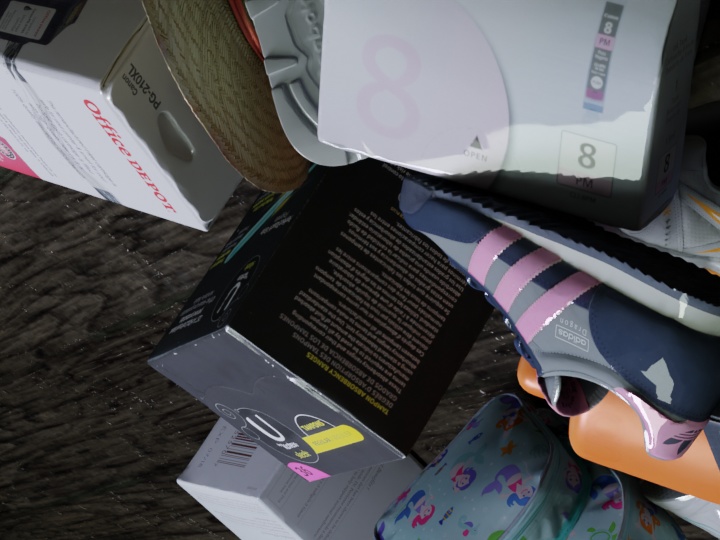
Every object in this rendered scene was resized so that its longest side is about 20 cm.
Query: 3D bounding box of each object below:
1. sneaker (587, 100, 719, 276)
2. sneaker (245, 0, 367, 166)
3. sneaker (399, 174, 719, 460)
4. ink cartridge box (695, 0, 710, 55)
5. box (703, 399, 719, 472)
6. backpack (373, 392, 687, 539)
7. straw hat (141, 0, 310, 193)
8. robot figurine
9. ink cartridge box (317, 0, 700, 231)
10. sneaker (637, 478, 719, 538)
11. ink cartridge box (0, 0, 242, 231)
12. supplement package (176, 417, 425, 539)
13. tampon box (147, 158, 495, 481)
[{"bbox_3d":[0.189,-0.036,1.206,0.092,0.200,0.076,-53,53,34],"label":"sneaker"},{"bbox_3d":[-0.026,-0.149,1.235,0.076,0.201,0.081,-7,-174,5],"label":"sneaker"},{"bbox_3d":[0.080,0.016,1.124,0.070,0.082,0.200,4,-163,-41],"label":"sneaker"},{"bbox_3d":[0.070,-0.115,1.254,0.175,0.084,0.200,29,160,12],"label":"ink cartridge box"},{"bbox_3d":[0.226,0.028,1.180,0.051,0.200,0.158,13,154,30],"label":"box"},{"bbox_3d":[0.117,0.190,1.701,0.151,0.178,0.200,42,-178,-34],"label":"backpack"},{"bbox_3d":[-0.037,-0.142,1.331,0.085,0.201,0.201,-21,135,18],"label":"straw hat"},{"bbox_3d":[0.185,0.060,1.326,0.200,0.117,0.144,18,140,14],"label":"robot figurine"},{"bbox_3d":[0.065,-0.131,1.104,0.162,0.057,0.200,17,125,24],"label":"ink cartridge box"},{"bbox_3d":[0.261,0.144,1.603,0.080,0.071,0.200,37,168,-26],"label":"sneaker"},{"bbox_3d":[-0.175,-0.117,1.608,0.200,0.084,0.145,17,155,39],"label":"ink cartridge box"},{"bbox_3d":[-0.024,0.184,2.032,0.117,0.117,0.200,4,145,52],"label":"supplement package"},{"bbox_3d":[0.000,0.000,1.451,0.126,0.200,0.150,37,160,-12],"label":"tampon box"}]
